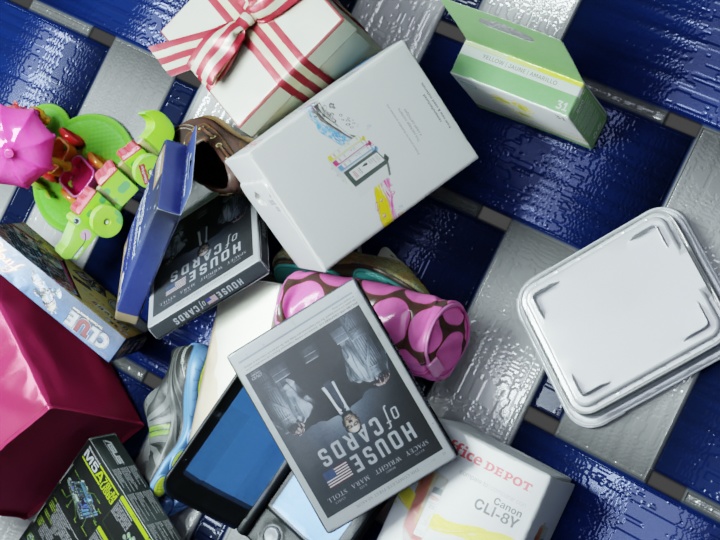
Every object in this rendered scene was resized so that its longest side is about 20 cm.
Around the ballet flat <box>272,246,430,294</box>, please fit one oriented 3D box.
[{"bbox_3d":[0.000,0.000,1.664,0.198,0.071,0.071,13,84,24],"label":"ballet flat"}]

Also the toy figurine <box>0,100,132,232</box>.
[{"bbox_3d":[-0.385,-0.150,1.799,0.200,0.184,0.151,42,97,26],"label":"toy figurine"}]

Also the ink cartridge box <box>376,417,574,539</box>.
[{"bbox_3d":[0.103,0.267,1.543,0.144,0.083,0.202,25,89,26],"label":"ink cartridge box"}]

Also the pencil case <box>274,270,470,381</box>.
[{"bbox_3d":[0.009,0.061,1.594,0.198,0.091,0.094,8,45,28],"label":"pencil case"}]

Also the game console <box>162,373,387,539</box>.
[{"bbox_3d":[-0.068,0.198,1.561,0.170,0.118,0.201,37,96,28],"label":"game console"}]

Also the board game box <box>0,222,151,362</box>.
[{"bbox_3d":[-0.332,0.022,1.727,0.199,0.135,0.035,39,95,4],"label":"board game box"}]

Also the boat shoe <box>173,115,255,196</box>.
[{"bbox_3d":[-0.167,-0.128,1.719,0.199,0.070,0.071,21,121,54],"label":"boat shoe"}]

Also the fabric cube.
[{"bbox_3d":[-0.404,0.141,1.738,0.199,0.196,0.200,-37,68,12],"label":"fabric cube"}]

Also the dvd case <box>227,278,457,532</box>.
[{"bbox_3d":[-0.018,0.133,1.514,0.149,0.025,0.201,-31,86,6],"label":"dvd case"}]

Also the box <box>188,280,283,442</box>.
[{"bbox_3d":[-0.116,0.116,1.670,0.077,0.095,0.202,7,80,26],"label":"box"}]

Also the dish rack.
[{"bbox_3d":[0.262,0.043,1.544,0.199,0.043,0.173,-31,67,14],"label":"dish rack"}]

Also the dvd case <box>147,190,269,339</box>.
[{"bbox_3d":[-0.167,-0.024,1.700,0.150,0.025,0.201,-31,31,15],"label":"dvd case"}]

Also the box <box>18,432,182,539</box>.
[{"bbox_3d":[-0.279,0.317,1.692,0.200,0.047,0.194,52,120,25],"label":"box"}]

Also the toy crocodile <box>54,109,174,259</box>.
[{"bbox_3d":[-0.282,-0.096,1.763,0.200,0.062,0.067,-49,25,-2],"label":"toy crocodile"}]

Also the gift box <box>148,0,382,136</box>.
[{"bbox_3d":[-0.104,-0.250,1.693,0.185,0.187,0.200,-49,65,7],"label":"gift box"}]

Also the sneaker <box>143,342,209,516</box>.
[{"bbox_3d":[-0.204,0.179,1.719,0.082,0.070,0.202,11,85,48],"label":"sneaker"}]

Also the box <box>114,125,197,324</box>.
[{"bbox_3d":[-0.223,-0.054,1.679,0.122,0.032,0.201,-92,24,-49],"label":"box"}]

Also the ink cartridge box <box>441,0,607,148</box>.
[{"bbox_3d":[0.158,-0.196,1.555,0.145,0.200,0.048,25,87,26],"label":"ink cartridge box"}]

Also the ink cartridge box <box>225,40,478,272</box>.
[{"bbox_3d":[-0.013,-0.113,1.585,0.199,0.147,0.145,-36,99,-10],"label":"ink cartridge box"}]
